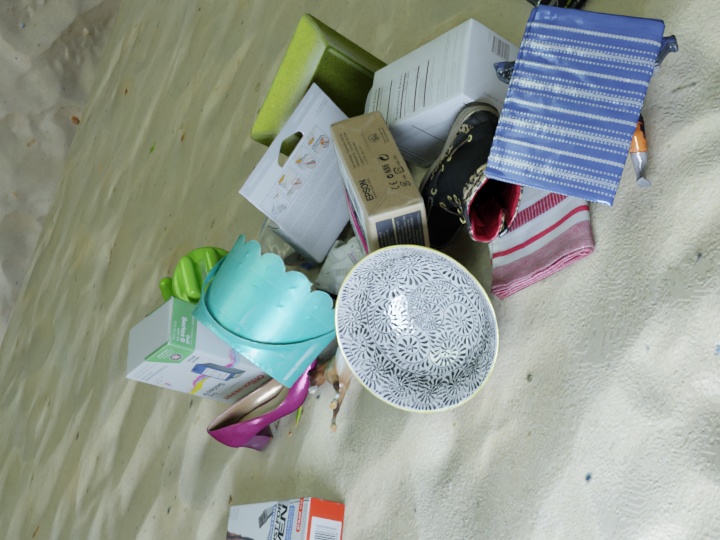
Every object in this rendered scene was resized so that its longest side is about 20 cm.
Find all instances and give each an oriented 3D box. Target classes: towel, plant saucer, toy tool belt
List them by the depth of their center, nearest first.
[{"bbox_3d":[0.221,-0.176,0.925,0.144,0.024,0.202,16,86,26],"label":"towel"},{"bbox_3d":[0.203,-0.080,1.048,0.144,0.023,0.202,-32,46,41],"label":"towel"},{"bbox_3d":[-0.043,-0.252,1.348,0.048,0.199,0.201,28,95,47],"label":"plant saucer"},{"bbox_3d":[-0.102,-0.052,1.413,0.124,0.123,0.201,30,104,21],"label":"toy tool belt"}]

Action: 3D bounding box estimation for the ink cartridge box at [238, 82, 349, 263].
[{"bbox_3d":[-0.072,-0.140,1.299,0.043,0.173,0.201,13,67,56],"label":"ink cartridge box"}]

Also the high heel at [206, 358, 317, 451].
[{"bbox_3d":[-0.143,0.187,1.321,0.201,0.096,0.067,-59,33,14],"label":"high heel"}]

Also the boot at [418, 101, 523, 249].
[{"bbox_3d":[0.128,-0.083,1.065,0.151,0.073,0.201,-102,31,-55],"label":"boot"}]

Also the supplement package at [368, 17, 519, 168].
[{"bbox_3d":[0.112,-0.228,1.181,0.199,0.113,0.111,-15,61,51],"label":"supplement package"}]

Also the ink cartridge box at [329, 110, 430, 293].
[{"bbox_3d":[0.028,-0.078,1.141,0.074,0.166,0.201,-16,45,-5],"label":"ink cartridge box"}]

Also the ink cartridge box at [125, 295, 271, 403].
[{"bbox_3d":[-0.250,0.131,1.416,0.145,0.199,0.088,-33,49,40],"label":"ink cartridge box"}]

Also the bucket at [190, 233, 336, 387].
[{"bbox_3d":[-0.130,0.059,1.254,0.135,0.207,0.207,-54,32,-7],"label":"bucket"}]

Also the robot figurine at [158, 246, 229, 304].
[{"bbox_3d":[-0.240,0.035,1.468,0.174,0.200,0.117,-20,68,-1],"label":"robot figurine"}]

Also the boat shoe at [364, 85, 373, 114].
[{"bbox_3d":[0.036,-0.169,1.301,0.071,0.069,0.202,8,89,52],"label":"boat shoe"}]

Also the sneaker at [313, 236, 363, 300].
[{"bbox_3d":[0.000,0.000,1.244,0.199,0.074,0.100,15,85,57],"label":"sneaker"}]

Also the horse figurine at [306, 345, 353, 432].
[{"bbox_3d":[-0.013,0.120,1.206,0.201,0.050,0.133,-60,16,27],"label":"horse figurine"}]

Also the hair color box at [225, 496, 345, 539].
[{"bbox_3d":[-0.108,0.370,1.195,0.199,0.064,0.112,-24,53,49],"label":"hair color box"}]

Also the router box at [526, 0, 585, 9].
[{"bbox_3d":[0.246,-0.422,1.148,0.150,0.062,0.200,-54,35,19],"label":"router box"}]

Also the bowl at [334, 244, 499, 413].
[{"bbox_3d":[0.078,0.057,1.052,0.199,0.094,0.203,7,107,23],"label":"bowl"}]

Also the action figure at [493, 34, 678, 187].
[{"bbox_3d":[0.246,-0.184,0.979,0.198,0.105,0.195,5,69,31],"label":"action figure"}]
